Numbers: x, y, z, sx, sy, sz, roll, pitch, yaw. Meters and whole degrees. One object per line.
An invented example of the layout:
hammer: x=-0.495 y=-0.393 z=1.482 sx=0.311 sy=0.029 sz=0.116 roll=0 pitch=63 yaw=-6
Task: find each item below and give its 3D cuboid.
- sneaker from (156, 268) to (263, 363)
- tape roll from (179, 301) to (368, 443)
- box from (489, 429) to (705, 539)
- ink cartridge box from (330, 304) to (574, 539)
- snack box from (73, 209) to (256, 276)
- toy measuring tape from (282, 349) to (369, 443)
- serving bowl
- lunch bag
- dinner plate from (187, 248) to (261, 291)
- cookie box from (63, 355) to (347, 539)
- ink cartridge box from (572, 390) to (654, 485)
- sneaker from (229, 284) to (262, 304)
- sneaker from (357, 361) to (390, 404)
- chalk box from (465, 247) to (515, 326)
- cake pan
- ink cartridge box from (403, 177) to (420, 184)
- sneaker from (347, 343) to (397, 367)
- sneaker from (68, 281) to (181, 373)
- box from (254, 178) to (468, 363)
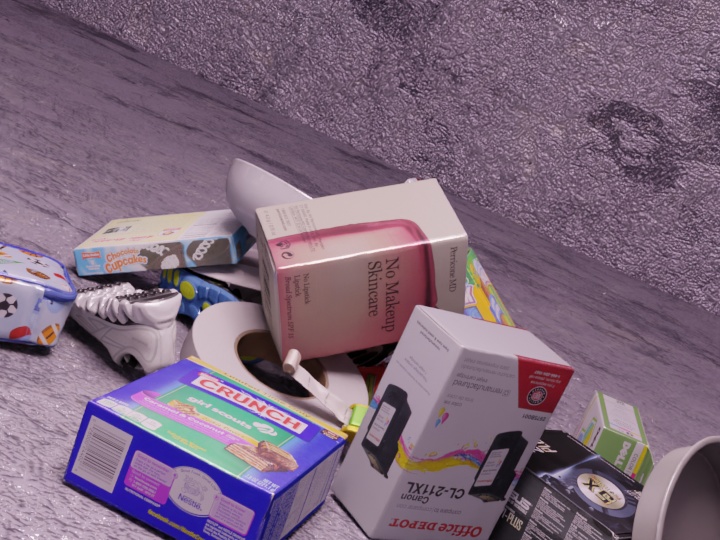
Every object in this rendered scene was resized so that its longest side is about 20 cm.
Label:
sneaker: x=-0.158 y=0.044 z=1.470 sx=0.082 sy=0.071 sz=0.199 roll=3 pitch=19 yaw=-40
tape roll: x=-0.087 y=0.107 z=1.304 sx=0.202 sy=0.037 sz=0.203 roll=24 pitch=26 yaw=-12
box: x=0.208 y=0.240 z=1.261 sx=0.163 sy=0.086 sz=0.200 roll=9 pitch=19 yaw=-45
ink cartridge box: x=0.084 y=0.147 z=1.170 sx=0.145 sy=0.201 sz=0.083 roll=13 pitch=18 yaw=-36
snack box: x=-0.225 y=-0.035 z=1.510 sx=0.199 sy=0.037 sz=0.116 roll=-4 pitch=18 yaw=15
toy measuring tape: x=0.013 y=0.139 z=1.238 sx=0.200 sy=0.074 sz=0.074 roll=46 pitch=4 yaw=-20
serving bowl: x=-0.073 y=-0.047 z=1.433 sx=0.200 sy=0.066 sz=0.200 roll=31 pitch=-2 yaw=1
lunch bag: x=-0.382 y=0.005 z=1.237 sx=0.199 sy=0.076 sz=0.160 roll=19 pitch=11 yaw=-23
dinner plate: x=-0.122 y=-0.003 z=1.543 sx=0.199 sy=0.024 sz=0.200 roll=13 pitch=10 yaw=-2
cookie box: x=-0.121 y=0.154 z=1.066 sx=0.171 sy=0.076 sz=0.200 roll=25 pitch=12 yaw=12
ink cartridge box: x=0.274 y=0.217 z=1.434 sx=0.059 sy=0.104 sz=0.200 roll=23 pitch=13 yaw=2
sneaker: x=-0.066 y=0.061 z=1.591 sx=0.199 sy=0.075 sz=0.100 roll=9 pitch=23 yaw=-19
sneaker: x=0.022 y=0.127 z=1.409 sx=0.199 sy=0.085 sz=0.077 roll=25 pitch=12 yaw=11
chalk box: x=0.107 y=0.052 z=1.568 sx=0.201 sy=0.123 sz=0.124 roll=61 pitch=13 yaw=-4
cake pan: x=0.313 y=0.254 z=1.190 sx=0.037 sy=0.201 sz=0.200 roll=0 pitch=-7 yaw=44
ink cartridge box: x=0.030 y=-0.042 z=1.606 sx=0.050 sy=0.162 sz=0.200 roll=42 pitch=7 yaw=4
sneaker: x=0.010 y=0.057 z=1.494 sx=0.077 sy=0.199 sz=0.089 roll=65 pitch=6 yaw=-57
sneaker: x=-0.244 y=0.056 z=1.284 sx=0.075 sy=0.082 sz=0.200 roll=-13 pitch=12 yaw=-33
box: x=0.000 y=0.000 z=1.311 sx=0.199 sy=0.128 sz=0.109 roll=-10 pitch=39 yaw=-11
